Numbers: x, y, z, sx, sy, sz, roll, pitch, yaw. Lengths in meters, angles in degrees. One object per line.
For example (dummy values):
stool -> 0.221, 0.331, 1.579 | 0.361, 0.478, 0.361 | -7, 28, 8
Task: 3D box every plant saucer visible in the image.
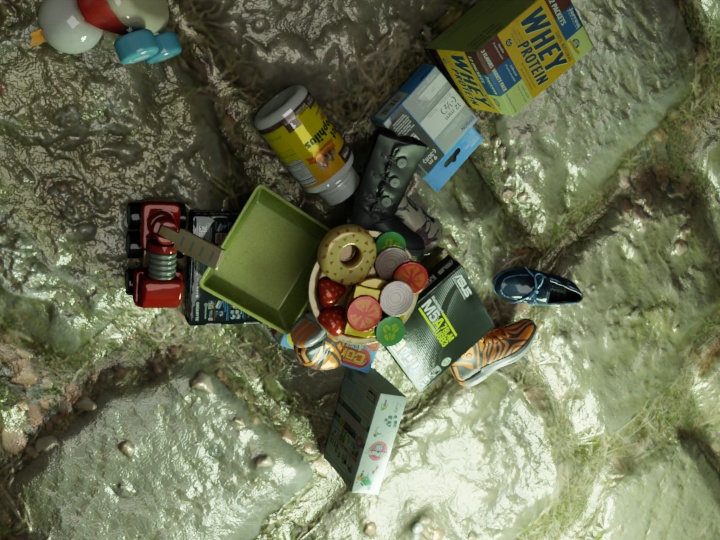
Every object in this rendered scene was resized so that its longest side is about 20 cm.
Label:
plant saucer -> -0.157, -0.020, 1.509 | 0.199, 0.048, 0.201 | 32, 89, -30

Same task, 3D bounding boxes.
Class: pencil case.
pencil case -> 0.066, -0.118, 1.616 | 0.078, 0.090, 0.200 | -36, 119, 22

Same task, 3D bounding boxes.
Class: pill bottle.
pill bottle -> -0.086, -0.211, 1.506 | 0.109, 0.109, 0.200 | -41, 116, -7

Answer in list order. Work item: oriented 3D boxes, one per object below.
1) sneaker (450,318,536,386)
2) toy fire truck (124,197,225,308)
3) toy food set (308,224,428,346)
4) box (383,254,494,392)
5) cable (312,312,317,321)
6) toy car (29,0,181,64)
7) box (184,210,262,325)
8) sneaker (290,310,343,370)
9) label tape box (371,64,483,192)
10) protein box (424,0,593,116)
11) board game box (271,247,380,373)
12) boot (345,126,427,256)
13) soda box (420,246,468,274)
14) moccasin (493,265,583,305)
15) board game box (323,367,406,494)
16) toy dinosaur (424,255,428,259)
sneaker -> 0.262, 0.139, 1.762 | 0.199, 0.078, 0.112 | -36, 116, -9
toy fire truck -> -0.306, -0.016, 1.420 | 0.128, 0.200, 0.178 | 1, 105, -22
toy food set -> 0.012, 0.028, 1.439 | 0.196, 0.049, 0.202 | 11, 98, -18
box -> 0.134, 0.100, 1.573 | 0.193, 0.048, 0.200 | -39, 134, -5
cable -> 0.005, 0.037, 1.510 | 0.199, 0.051, 0.164 | -32, 127, -17
toy car -> -0.408, -0.387, 1.321 | 0.199, 0.177, 0.186 | -18, 100, 14
box -> -0.226, -0.004, 1.543 | 0.158, 0.046, 0.202 | -1, 105, -22
sneaker -> -0.043, 0.100, 1.580 | 0.200, 0.077, 0.113 | -38, 138, -23
label tape box -> 0.138, -0.258, 1.611 | 0.143, 0.066, 0.200 | -47, 115, -4
protein box -> 0.260, -0.396, 1.545 | 0.198, 0.200, 0.135 | -41, 116, -7
board game box -> -0.038, 0.070, 1.638 | 0.199, 0.056, 0.197 | 20, 96, -26
boot -> 0.070, -0.135, 1.525 | 0.164, 0.066, 0.201 | 11, 108, -25
soda box -> 0.102, 0.048, 1.610 | 0.200, 0.064, 0.068 | -45, 101, -3
moccasin -> 0.372, 0.033, 1.790 | 0.198, 0.068, 0.081 | 0, 105, -22
board game box -> 0.005, 0.303, 1.673 | 0.064, 0.147, 0.202 | 11, 101, -27
toy dinosaur -> 0.139, 0.039, 1.680 | 0.200, 0.077, 0.103 | 49, 63, -39
